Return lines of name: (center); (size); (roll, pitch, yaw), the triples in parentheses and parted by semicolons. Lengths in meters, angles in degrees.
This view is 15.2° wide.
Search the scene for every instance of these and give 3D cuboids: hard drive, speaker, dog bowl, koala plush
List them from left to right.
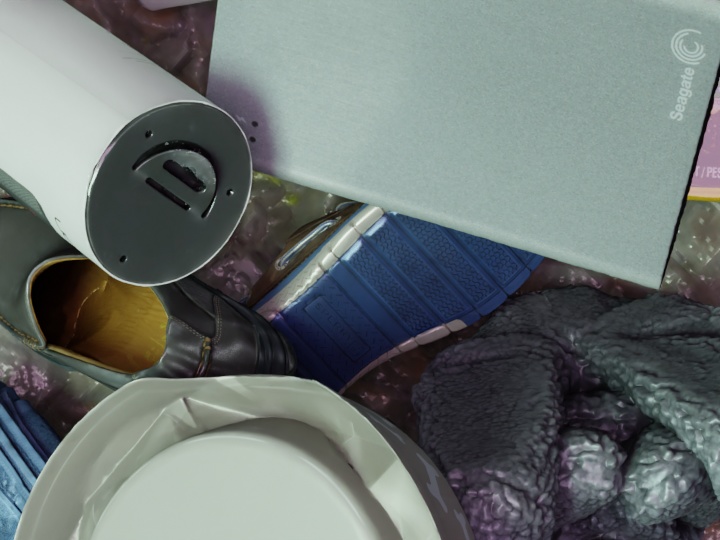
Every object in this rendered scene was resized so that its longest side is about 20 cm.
speaker: (-0.129, -0.069, 1.121); (0.200, 0.081, 0.082); (35, 99, 45)
dog bowl: (-0.040, 0.134, 1.038); (0.199, 0.059, 0.201); (-2, 86, 28)
hard drive: (0.041, -0.080, 1.066); (0.199, 0.033, 0.140); (16, 129, 7)
koala plush: (0.105, 0.126, 1.152); (0.176, 0.184, 0.201); (-10, 115, -6)

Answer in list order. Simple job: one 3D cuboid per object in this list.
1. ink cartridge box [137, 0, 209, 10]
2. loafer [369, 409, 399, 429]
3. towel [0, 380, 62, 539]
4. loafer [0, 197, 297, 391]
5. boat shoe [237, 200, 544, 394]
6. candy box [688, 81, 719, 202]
ink cartridge box: (-0.028, -0.173, 1.097); (0.199, 0.176, 0.045); (-7, 68, 17)
loafer: (-0.042, 0.117, 1.161); (0.200, 0.063, 0.072); (-40, 62, 34)
towel: (-0.137, 0.150, 1.165); (0.200, 0.048, 0.112); (49, 123, 23)
loafer: (-0.115, 0.009, 1.145); (0.199, 0.072, 0.073); (22, 85, 40)
boat shoe: (0.000, 0.000, 1.170); (0.200, 0.072, 0.072); (-35, 114, 8)
candy box: (0.113, -0.084, 1.184); (0.199, 0.026, 0.103); (3, 91, 5)
